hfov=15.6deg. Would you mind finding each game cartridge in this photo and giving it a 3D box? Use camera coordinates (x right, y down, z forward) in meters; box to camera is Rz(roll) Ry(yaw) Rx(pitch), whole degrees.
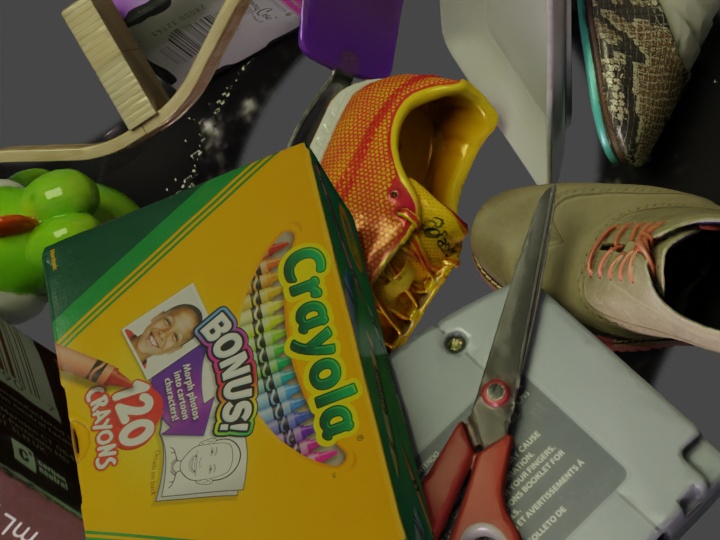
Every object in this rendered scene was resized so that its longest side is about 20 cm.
[{"bbox_3d":[0.030,0.103,1.020,0.200,0.042,0.133,-43,64,-11],"label":"game cartridge"}]

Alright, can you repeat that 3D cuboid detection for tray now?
[{"bbox_3d":[0.061,-0.130,1.068,0.022,0.200,0.108,-22,54,-13],"label":"tray"}]

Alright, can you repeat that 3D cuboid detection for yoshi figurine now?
[{"bbox_3d":[-0.171,0.008,1.221,0.199,0.113,0.112,-21,18,40],"label":"yoshi figurine"}]

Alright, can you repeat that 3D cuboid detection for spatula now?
[{"bbox_3d":[-0.024,-0.052,1.160,0.021,0.056,0.201,21,94,53],"label":"spatula"}]

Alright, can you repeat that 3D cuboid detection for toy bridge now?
[{"bbox_3d":[-0.106,-0.092,1.170,0.199,0.027,0.067,-31,88,18],"label":"toy bridge"}]

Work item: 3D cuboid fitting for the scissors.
[{"bbox_3d":[0.055,0.062,1.011,0.073,0.014,0.201,25,71,20],"label":"scissors"}]

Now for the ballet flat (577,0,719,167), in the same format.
[{"bbox_3d":[0.114,-0.139,1.107,0.075,0.068,0.201,-20,56,11],"label":"ballet flat"}]

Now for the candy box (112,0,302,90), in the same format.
[{"bbox_3d":[-0.036,-0.205,1.225,0.199,0.071,0.168,-26,58,21],"label":"candy box"}]

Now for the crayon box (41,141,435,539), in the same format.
[{"bbox_3d":[-0.046,0.059,1.002,0.118,0.058,0.201,-22,51,8],"label":"crayon box"}]

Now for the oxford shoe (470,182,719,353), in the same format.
[{"bbox_3d":[0.119,-0.006,1.034,0.199,0.075,0.071,13,77,36],"label":"oxford shoe"}]

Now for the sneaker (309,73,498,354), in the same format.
[{"bbox_3d":[0.000,0.000,1.094,0.077,0.073,0.201,-2,61,41],"label":"sneaker"}]

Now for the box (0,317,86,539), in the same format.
[{"bbox_3d":[-0.224,0.106,1.072,0.200,0.166,0.164,-48,30,10],"label":"box"}]
